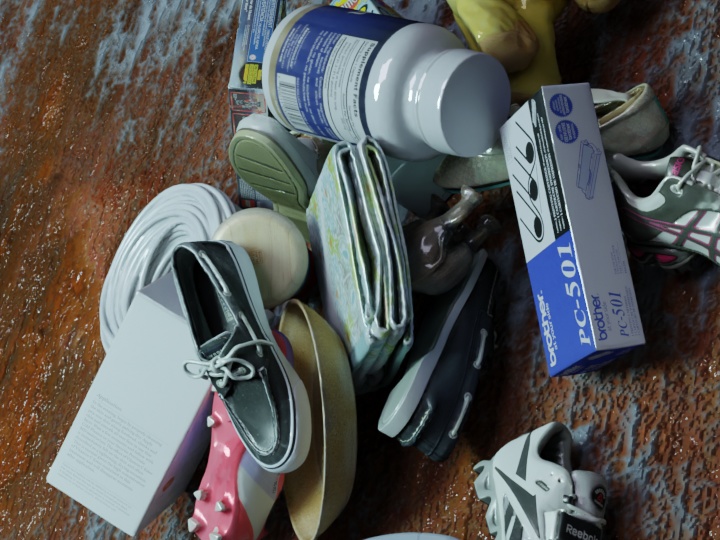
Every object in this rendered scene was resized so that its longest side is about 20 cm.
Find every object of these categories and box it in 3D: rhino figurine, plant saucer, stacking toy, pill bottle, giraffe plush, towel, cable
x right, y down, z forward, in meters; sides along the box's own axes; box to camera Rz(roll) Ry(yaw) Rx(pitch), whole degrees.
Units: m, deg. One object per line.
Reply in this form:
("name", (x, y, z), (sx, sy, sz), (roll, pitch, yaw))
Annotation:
("rhino figurine", (0.052, -0.015, 1.524), (0.088, 0.060, 0.200), (-50, 7, -12))
("plant saucer", (-0.035, 0.123, 1.512), (0.200, 0.035, 0.202), (178, 90, -76))
("stacking toy", (-0.075, -0.007, 1.613), (0.086, 0.085, 0.200), (-55, -6, 2))
("pill bottle", (0.022, -0.149, 1.486), (0.199, 0.111, 0.112), (19, 78, 44))
("giraffe plush", (0.155, -0.242, 1.532), (0.162, 0.173, 0.201), (-30, 73, 4))
("towel", (0.000, 0.000, 1.498), (0.200, 0.048, 0.172), (119, 142, -71))
("cable", (-0.173, 0.015, 1.775), (0.199, 0.069, 0.201), (-8, 63, 49))

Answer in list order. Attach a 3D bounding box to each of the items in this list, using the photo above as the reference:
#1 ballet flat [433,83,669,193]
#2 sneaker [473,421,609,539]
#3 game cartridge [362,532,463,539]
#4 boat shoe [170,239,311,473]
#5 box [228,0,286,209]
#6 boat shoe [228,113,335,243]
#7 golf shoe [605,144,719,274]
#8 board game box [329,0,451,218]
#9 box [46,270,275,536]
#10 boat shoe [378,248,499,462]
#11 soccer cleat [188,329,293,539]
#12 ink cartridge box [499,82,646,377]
("ballet flat", (0.148, -0.112, 1.475), (0.199, 0.063, 0.068), (-11, 29, 18))
("sneaker", (0.142, 0.187, 1.304), (0.088, 0.074, 0.201), (-42, 40, 22))
("game cartridge", (0.007, 0.275, 1.425), (0.199, 0.041, 0.134), (-22, 54, 38))
("boat shoe", (-0.100, 0.067, 1.460), (0.073, 0.068, 0.201), (-24, 75, 32))
("box", (-0.094, -0.167, 1.742), (0.040, 0.200, 0.138), (5, 60, 3))
("boat shoe", (-0.056, -0.092, 1.627), (0.074, 0.200, 0.069), (21, 73, 25))
("golf shoe", (0.259, -0.044, 1.319), (0.199, 0.088, 0.077), (-1, 46, 46))
("board game box", (0.025, -0.156, 1.655), (0.105, 0.103, 0.200), (-47, 38, 13))
("box", (-0.174, 0.110, 1.612), (0.201, 0.097, 0.124), (-61, -8, 19))
("boat shoe", (0.075, 0.068, 1.472), (0.076, 0.060, 0.201), (-45, 13, 54))
("soccer cleat", (-0.089, 0.142, 1.544), (0.066, 0.076, 0.201), (25, 106, 36))
("ink cartridge box", (0.156, -0.029, 1.374), (0.094, 0.044, 0.201), (135, 127, -68))
